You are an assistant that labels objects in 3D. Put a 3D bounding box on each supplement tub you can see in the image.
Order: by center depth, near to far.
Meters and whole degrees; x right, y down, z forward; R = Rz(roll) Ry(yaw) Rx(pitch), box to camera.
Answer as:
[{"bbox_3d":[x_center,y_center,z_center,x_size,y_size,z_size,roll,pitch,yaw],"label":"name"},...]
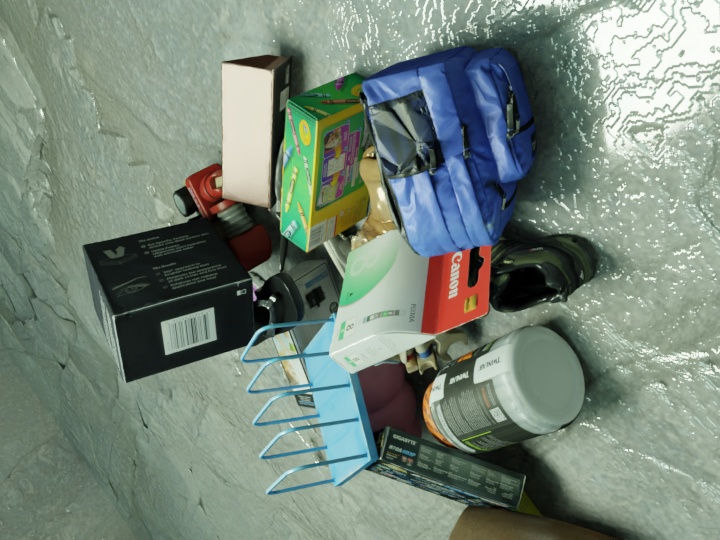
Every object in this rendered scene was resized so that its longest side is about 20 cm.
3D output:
[{"bbox_3d":[0.168,0.153,0.962,0.124,0.122,0.200,57,143,2],"label":"supplement tub"}]

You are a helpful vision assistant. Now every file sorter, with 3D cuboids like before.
[{"bbox_3d":[-0.077,0.181,1.049,0.139,0.120,0.203,-51,49,54],"label":"file sorter"}]

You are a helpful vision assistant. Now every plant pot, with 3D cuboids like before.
[{"bbox_3d":[0.208,0.389,0.994,0.197,0.187,0.190,20,130,25],"label":"plant pot"}]

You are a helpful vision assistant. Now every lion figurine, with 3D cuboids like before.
[{"bbox_3d":[0.033,-0.091,1.000,0.121,0.072,0.204,17,121,40],"label":"lion figurine"}]

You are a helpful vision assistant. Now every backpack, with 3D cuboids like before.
[{"bbox_3d":[0.100,-0.121,0.817,0.165,0.162,0.204,-6,108,26],"label":"backpack"}]

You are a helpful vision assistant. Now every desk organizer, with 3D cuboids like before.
[{"bbox_3d":[-0.146,-0.196,1.089,0.075,0.072,0.203,12,121,10],"label":"desk organizer"}]

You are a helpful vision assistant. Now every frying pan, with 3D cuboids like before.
[{"bbox_3d":[-0.103,-0.107,1.098,0.030,0.115,0.194,10,111,2],"label":"frying pan"}]

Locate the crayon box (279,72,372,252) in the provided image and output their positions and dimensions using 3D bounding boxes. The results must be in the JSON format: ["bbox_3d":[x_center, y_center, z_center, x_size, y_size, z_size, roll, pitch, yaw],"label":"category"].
[{"bbox_3d":[-0.040,-0.137,1.007,0.058,0.118,0.203,34,137,28],"label":"crayon box"}]

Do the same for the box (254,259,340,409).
[{"bbox_3d":[-0.074,0.098,1.217,0.059,0.116,0.203,-2,111,47],"label":"box"}]

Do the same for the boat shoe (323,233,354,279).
[{"bbox_3d":[0.000,0.000,1.121,0.202,0.056,0.067,61,179,3],"label":"boat shoe"}]

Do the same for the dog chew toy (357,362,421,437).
[{"bbox_3d":[0.028,0.194,1.165,0.123,0.124,0.202,-6,118,51],"label":"dog chew toy"}]

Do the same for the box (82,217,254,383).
[{"bbox_3d":[-0.276,0.034,1.128,0.200,0.193,0.119,46,143,47],"label":"box"}]

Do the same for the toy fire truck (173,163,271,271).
[{"bbox_3d":[-0.185,-0.093,1.228,0.199,0.128,0.178,-13,105,63],"label":"toy fire truck"}]

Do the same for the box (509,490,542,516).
[{"bbox_3d":[0.246,0.416,1.118,0.201,0.048,0.117,51,143,8],"label":"box"}]

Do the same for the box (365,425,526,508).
[{"bbox_3d":[0.103,0.273,1.067,0.197,0.047,0.159,20,160,-5],"label":"box"}]

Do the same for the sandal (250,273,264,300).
[{"bbox_3d":[-0.149,0.081,1.345,0.201,0.049,0.084,33,137,30],"label":"sandal"}]

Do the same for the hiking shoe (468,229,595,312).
[{"bbox_3d":[0.154,0.001,0.875,0.197,0.100,0.077,-2,113,41],"label":"hiking shoe"}]

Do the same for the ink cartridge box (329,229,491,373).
[{"bbox_3d":[0.057,0.013,0.895,0.198,0.163,0.050,-29,125,36],"label":"ink cartridge box"}]

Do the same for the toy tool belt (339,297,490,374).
[{"bbox_3d":[0.077,0.069,1.015,0.124,0.196,0.127,67,-167,-48],"label":"toy tool belt"}]

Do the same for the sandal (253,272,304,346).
[{"bbox_3d":[-0.139,0.069,1.141,0.077,0.043,0.200,54,141,6],"label":"sandal"}]
